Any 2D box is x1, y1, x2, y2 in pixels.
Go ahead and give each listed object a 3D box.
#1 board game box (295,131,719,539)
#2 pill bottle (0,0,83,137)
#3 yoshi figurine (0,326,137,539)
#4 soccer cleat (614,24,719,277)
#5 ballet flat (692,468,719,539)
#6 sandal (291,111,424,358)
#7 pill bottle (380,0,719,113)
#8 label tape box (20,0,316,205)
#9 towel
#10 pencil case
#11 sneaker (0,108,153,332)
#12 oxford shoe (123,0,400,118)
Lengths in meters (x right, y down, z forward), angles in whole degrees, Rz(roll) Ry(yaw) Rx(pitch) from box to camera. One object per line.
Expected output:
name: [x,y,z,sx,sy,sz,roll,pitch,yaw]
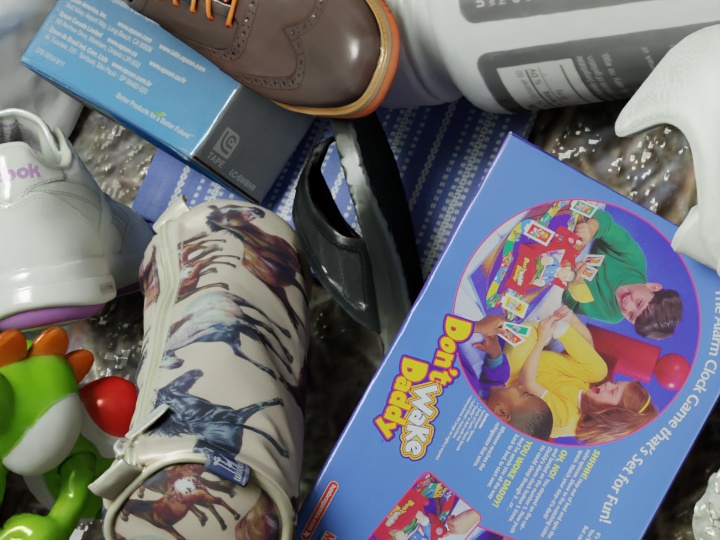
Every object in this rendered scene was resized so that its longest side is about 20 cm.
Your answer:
board game box: [0.073,0.061,1.284,0.134,0.045,0.200,29,86,3]
pill bottle: [-0.243,-0.125,1.547,0.200,0.116,0.116,30,87,36]
yoshi figurine: [-0.151,0.091,1.349,0.112,0.200,0.112,0,71,30]
soccer cleat: [0.184,-0.009,1.244,0.086,0.070,0.200,-36,81,6]
ballet flat: [0.205,0.078,1.191,0.200,0.072,0.072,-42,53,31]
sandal: [0.000,0.000,1.346,0.048,0.075,0.200,-14,80,10]
pill bottle: [0.098,-0.130,1.339,0.200,0.113,0.113,-5,67,23]
label tape box: [-0.055,-0.150,1.448,0.144,0.063,0.200,31,87,42]
towel: [-0.009,-0.063,1.444,0.200,0.024,0.145,14,76,32]
pencil case: [-0.065,0.050,1.292,0.078,0.089,0.200,-29,30,21]
sneaker: [-0.138,-0.030,1.388,0.075,0.200,0.100,-13,95,2]
oxford shoe: [-0.060,-0.118,1.335,0.200,0.073,0.071,29,106,45]
